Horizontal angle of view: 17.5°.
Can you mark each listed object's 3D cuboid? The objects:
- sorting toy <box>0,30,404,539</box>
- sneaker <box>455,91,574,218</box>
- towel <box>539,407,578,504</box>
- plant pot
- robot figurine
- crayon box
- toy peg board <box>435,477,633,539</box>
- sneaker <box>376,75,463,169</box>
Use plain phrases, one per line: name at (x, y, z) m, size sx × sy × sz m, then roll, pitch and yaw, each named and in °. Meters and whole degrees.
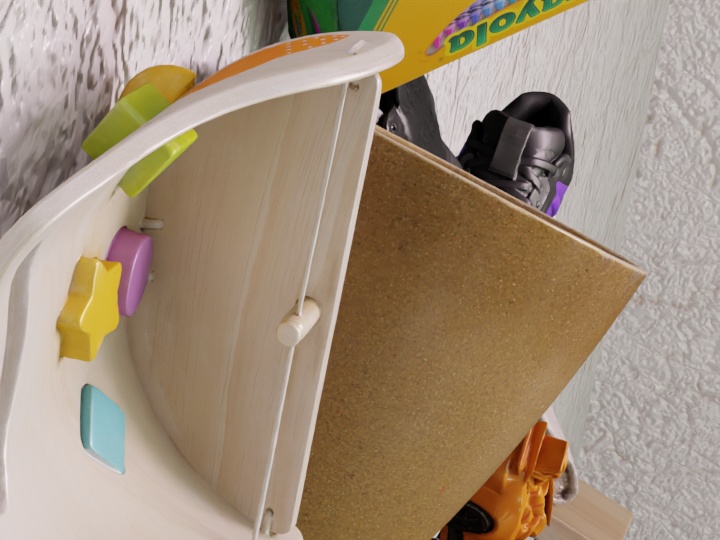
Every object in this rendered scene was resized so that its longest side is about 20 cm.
sorting toy at (-0.079, 0.017, 0.781) m, size 0.180 × 0.107 × 0.200 m, roll -33°, pitch 137°, yaw -65°
sneaker at (0.062, -0.030, 1.183) m, size 0.200 × 0.069 × 0.100 m, roll -60°, pitch 172°, yaw -53°
towel at (0.071, 0.032, 1.386) m, size 0.200 × 0.034 × 0.133 m, roll 58°, pitch 10°, yaw -27°
plant pot at (-0.012, 0.043, 0.966) m, size 0.200 × 0.186 × 0.186 m, roll -61°, pitch 170°, yaw 3°
robot figurine at (0.055, 0.154, 1.090) m, size 0.200 × 0.058 × 0.145 m, roll 87°, pitch 21°, yaw -59°
crayon box at (0.063, -0.164, 1.051) m, size 0.200 × 0.058 × 0.119 m, roll -25°, pitch 151°, yaw -14°
toy peg board at (0.055, 0.149, 1.453) m, size 0.098 × 0.200 × 0.199 m, roll -58°, pitch 172°, yaw 6°
sneaker at (0.004, -0.037, 1.100) m, size 0.104 × 0.060 × 0.200 m, roll 57°, pitch 32°, yaw -40°
